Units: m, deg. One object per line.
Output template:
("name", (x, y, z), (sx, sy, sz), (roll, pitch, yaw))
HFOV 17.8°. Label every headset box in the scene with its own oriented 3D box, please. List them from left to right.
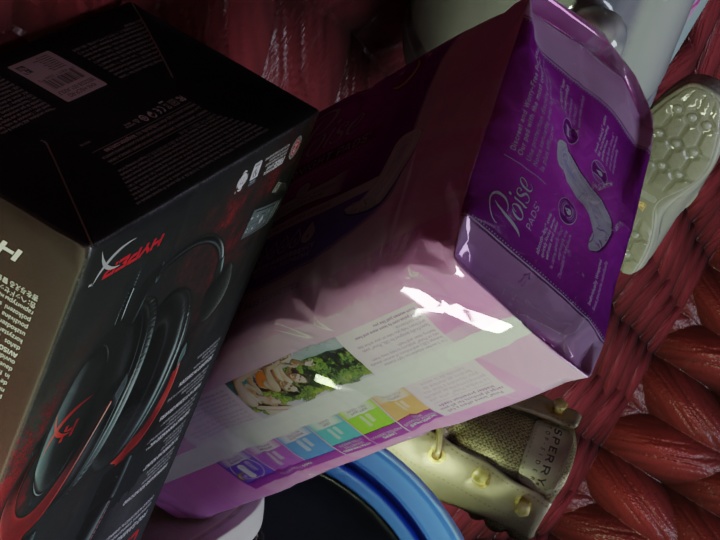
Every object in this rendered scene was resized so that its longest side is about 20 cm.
("headset box", (-0.104, 0.038, 0.673), (0.149, 0.075, 0.201), (-37, 154, -62))

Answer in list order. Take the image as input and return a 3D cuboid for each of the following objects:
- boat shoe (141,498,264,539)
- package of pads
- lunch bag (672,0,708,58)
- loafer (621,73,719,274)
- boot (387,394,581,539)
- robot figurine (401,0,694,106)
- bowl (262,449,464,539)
("boat shoe", (-0.110, 0.131, 0.789), (0.199, 0.074, 0.061), (-31, 130, -42))
("package of pads", (0.000, 0.000, 0.764), (0.199, 0.076, 0.121), (-26, -145, 43))
("lunch bag", (0.147, -0.183, 1.145), (0.201, 0.077, 0.160), (-58, 166, -8))
("loafer", (0.227, -0.080, 1.727), (0.070, 0.070, 0.200), (-55, 175, -41))
("boot", (0.021, 0.050, 0.992), (0.073, 0.154, 0.200), (-62, 171, -20))
("robot figurine", (0.081, -0.123, 0.942), (0.201, 0.112, 0.171), (108, -10, -47))
("bowl", (-0.049, 0.151, 0.880), (0.201, 0.200, 0.039), (-56, -178, -14))
